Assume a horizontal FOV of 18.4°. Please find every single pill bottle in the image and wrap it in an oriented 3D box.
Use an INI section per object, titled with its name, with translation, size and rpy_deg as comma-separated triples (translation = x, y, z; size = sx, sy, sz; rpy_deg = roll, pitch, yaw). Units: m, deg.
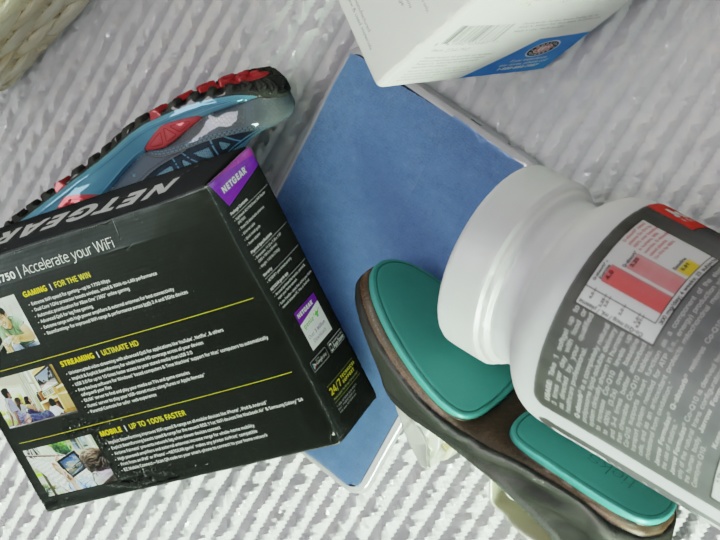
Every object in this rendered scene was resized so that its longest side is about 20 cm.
[pill bottle]
translation = 0.140, 0.037, 0.999
size = 0.200, 0.116, 0.116
rpy_deg = 31, 106, 27

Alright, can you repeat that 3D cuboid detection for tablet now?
[tablet]
translation = 0.000, 0.000, 1.144
size = 0.130, 0.014, 0.200
rpy_deg = 36, 109, 25

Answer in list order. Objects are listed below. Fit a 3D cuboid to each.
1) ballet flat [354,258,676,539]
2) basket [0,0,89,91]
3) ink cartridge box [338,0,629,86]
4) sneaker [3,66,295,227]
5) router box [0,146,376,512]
[ballet flat]
translation = 0.063, 0.081, 1.075
size = 0.200, 0.068, 0.068
rpy_deg = 43, 132, 20
[basket]
translation = -0.204, -0.200, 1.196
size = 0.200, 0.136, 0.123
rpy_deg = -44, 71, 24
[ink cartridge box]
translation = 0.091, -0.161, 0.996
size = 0.200, 0.116, 0.067
rpy_deg = -37, 70, 45
[sneaker]
translation = -0.098, -0.032, 1.180
size = 0.200, 0.079, 0.096
rpy_deg = -34, 91, 31
[router box]
translation = -0.111, 0.035, 1.140
size = 0.200, 0.051, 0.149
rpy_deg = -15, 110, 32
